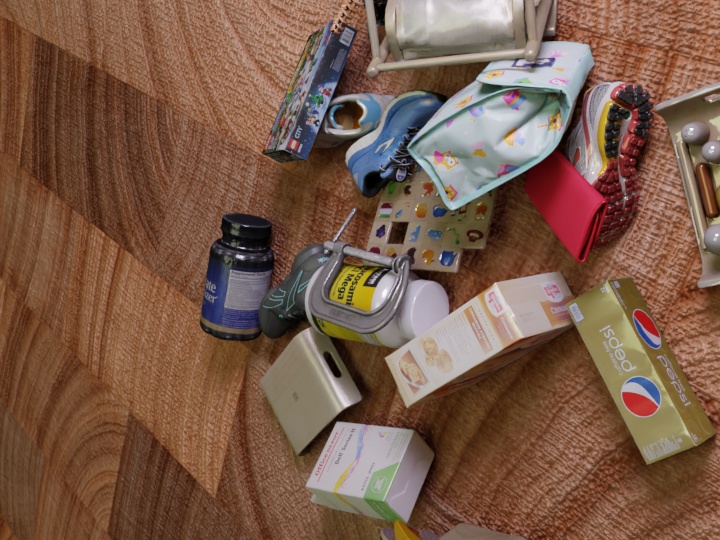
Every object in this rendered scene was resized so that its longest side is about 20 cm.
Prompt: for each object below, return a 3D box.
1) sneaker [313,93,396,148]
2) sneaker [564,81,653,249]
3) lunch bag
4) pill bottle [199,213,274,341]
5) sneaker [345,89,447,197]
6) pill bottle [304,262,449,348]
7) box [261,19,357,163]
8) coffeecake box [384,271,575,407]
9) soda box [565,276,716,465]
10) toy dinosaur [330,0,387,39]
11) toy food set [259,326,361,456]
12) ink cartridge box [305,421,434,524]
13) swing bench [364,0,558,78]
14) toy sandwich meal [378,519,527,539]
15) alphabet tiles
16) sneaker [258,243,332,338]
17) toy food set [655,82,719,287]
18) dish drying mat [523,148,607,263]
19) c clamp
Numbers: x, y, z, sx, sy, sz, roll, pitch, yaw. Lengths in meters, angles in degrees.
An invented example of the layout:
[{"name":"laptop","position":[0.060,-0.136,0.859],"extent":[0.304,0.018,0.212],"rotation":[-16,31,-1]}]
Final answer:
[{"name":"sneaker","position":[-0.036,-0.229,1.180],"extent":[0.199,0.080,0.077],"rotation":[-5,93,45]},{"name":"sneaker","position":[0.278,-0.119,0.913],"extent":[0.082,0.077,0.202],"rotation":[-132,48,-61]},{"name":"lunch bag","position":[0.174,-0.184,0.917],"extent":[0.199,0.171,0.122],"rotation":[-32,102,36]},{"name":"pill bottle","position":[-0.208,0.010,1.344],"extent":[0.111,0.111,0.202],"rotation":[23,109,39]},{"name":"sneaker","position":[0.058,-0.171,1.093],"extent":[0.200,0.078,0.090],"rotation":[-43,53,43]},{"name":"pill bottle","position":[0.024,0.050,1.129],"extent":[0.199,0.112,0.114],"rotation":[5,97,42]},{"name":"box","position":[-0.078,-0.260,1.163],"extent":[0.201,0.037,0.136],"rotation":[-69,22,-3]},{"name":"coffeecake box","position":[0.154,0.086,0.981],"extent":[0.200,0.153,0.073],"rotation":[-39,69,38]},{"name":"soda box","position":[0.316,0.110,0.890],"extent":[0.064,0.067,0.201],"rotation":[-36,69,39]},{"name":"toy dinosaur","position":[0.031,-0.388,1.059],"extent":[0.199,0.136,0.102],"rotation":[-30,49,-2]},{"name":"toy food set","position":[-0.083,0.200,1.290],"extent":[0.144,0.060,0.200],"rotation":[59,136,21]},{"name":"ink cartridge box","position":[-0.001,0.294,1.168],"extent":[0.199,0.067,0.118],"rotation":[-5,46,43]},{"name":"swing bench","position":[0.121,-0.318,0.922],"extent":[0.197,0.200,0.131],"rotation":[1,115,23]},{"name":"toy sandwich meal","position":[0.123,0.366,1.027],"extent":[0.204,0.204,0.071],"rotation":[16,91,41]},{"name":"alphabet tiles","position":[0.098,-0.081,1.075],"extent":[0.199,0.008,0.169],"rotation":[5,74,43]},{"name":"sneaker","position":[-0.103,0.049,1.266],"extent":[0.200,0.075,0.080],"rotation":[-55,47,32]},{"name":"toy food set","position":[0.391,-0.094,0.795],"extent":[0.143,0.060,0.202],"rotation":[-17,83,43]},{"name":"dish drying mat","position":[0.232,-0.087,0.907],"extent":[0.200,0.018,0.077],"rotation":[-102,20,-61]},{"name":"c clamp","position":[0.000,0.000,1.081],"extent":[0.199,0.027,0.171],"rotation":[24,76,48]}]
